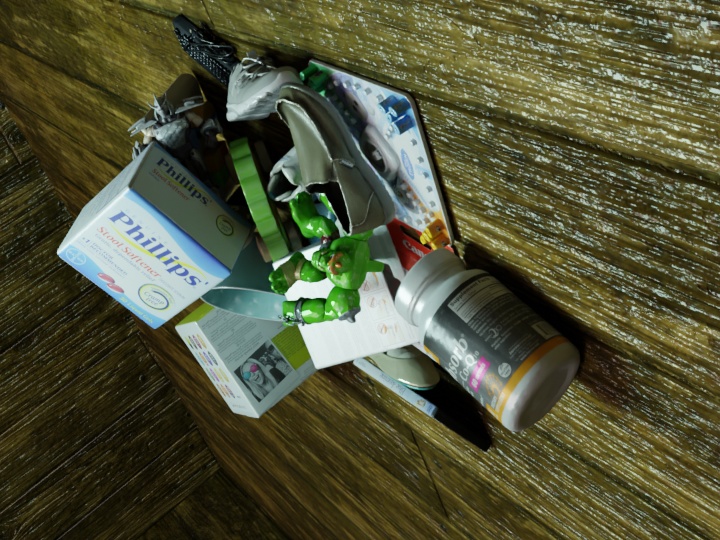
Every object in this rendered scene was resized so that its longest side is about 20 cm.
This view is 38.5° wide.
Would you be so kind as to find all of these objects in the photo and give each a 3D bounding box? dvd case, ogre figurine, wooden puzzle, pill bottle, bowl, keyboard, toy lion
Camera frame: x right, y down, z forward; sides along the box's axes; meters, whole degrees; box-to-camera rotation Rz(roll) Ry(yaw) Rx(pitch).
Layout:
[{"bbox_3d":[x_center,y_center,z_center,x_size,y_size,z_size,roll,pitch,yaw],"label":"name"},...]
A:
[{"bbox_3d":[0.089,0.196,1.522,0.142,0.018,0.199,38,174,-40],"label":"dvd case"},{"bbox_3d":[-0.038,-0.022,1.282,0.118,0.203,0.098,16,171,35],"label":"ogre figurine"},{"bbox_3d":[-0.247,-0.174,1.557,0.045,0.186,0.203,-7,122,21],"label":"wooden puzzle"},{"bbox_3d":[0.136,0.072,1.140,0.200,0.116,0.117,42,158,29],"label":"pill bottle"},{"bbox_3d":[-0.151,0.007,1.639,0.197,0.107,0.201,8,164,2],"label":"bowl"},{"bbox_3d":[-0.213,-0.291,1.445,0.199,0.039,0.105,40,157,31],"label":"keyboard"},{"bbox_3d":[-0.137,-0.092,1.447,0.192,0.068,0.203,-114,4,-71],"label":"toy lion"}]

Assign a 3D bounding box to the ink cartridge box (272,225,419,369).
[{"bbox_3d":[-0.007,0.032,1.368,0.198,0.047,0.163,-18,98,35],"label":"ink cartridge box"}]

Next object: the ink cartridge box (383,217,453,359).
[{"bbox_3d":[0.073,0.027,1.315,0.162,0.057,0.202,34,158,44],"label":"ink cartridge box"}]

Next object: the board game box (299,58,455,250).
[{"bbox_3d":[0.017,-0.133,1.197,0.199,0.026,0.202,31,150,48],"label":"board game box"}]

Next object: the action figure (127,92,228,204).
[{"bbox_3d":[-0.243,-0.157,1.438,0.070,0.128,0.202,-91,-19,-62],"label":"action figure"}]

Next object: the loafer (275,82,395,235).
[{"bbox_3d":[-0.039,-0.126,1.191,0.201,0.069,0.075,53,160,1],"label":"loafer"}]

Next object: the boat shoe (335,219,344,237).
[{"bbox_3d":[0.000,0.000,1.411,0.075,0.060,0.203,38,138,34],"label":"boat shoe"}]

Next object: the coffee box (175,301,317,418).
[{"bbox_3d":[-0.182,0.117,1.823,0.199,0.199,0.199,56,160,-8],"label":"coffee box"}]

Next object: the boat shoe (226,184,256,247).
[{"bbox_3d":[-0.194,-0.076,1.574,0.071,0.202,0.061,-10,116,25],"label":"boat shoe"}]

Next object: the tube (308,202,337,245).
[{"bbox_3d":[-0.028,-0.007,1.489,0.076,0.050,0.202,-10,116,37],"label":"tube"}]

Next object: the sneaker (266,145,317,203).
[{"bbox_3d":[-0.095,-0.123,1.391,0.075,0.086,0.200,49,162,3],"label":"sneaker"}]

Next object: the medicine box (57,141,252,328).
[{"bbox_3d":[-0.284,-0.044,1.423,0.182,0.104,0.199,40,132,-21],"label":"medicine box"}]

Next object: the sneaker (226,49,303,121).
[{"bbox_3d":[-0.132,-0.237,1.290,0.199,0.074,0.084,1,100,64],"label":"sneaker"}]

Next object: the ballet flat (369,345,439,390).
[{"bbox_3d":[0.047,0.113,1.505,0.199,0.069,0.070,25,147,55],"label":"ballet flat"}]
